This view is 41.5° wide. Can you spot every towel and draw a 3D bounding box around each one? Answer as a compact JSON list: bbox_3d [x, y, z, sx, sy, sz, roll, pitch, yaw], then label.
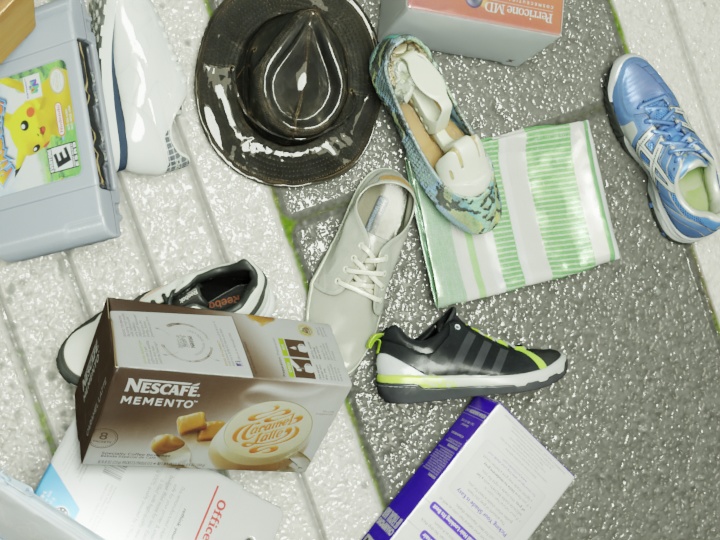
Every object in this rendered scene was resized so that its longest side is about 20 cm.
[{"bbox_3d":[0.148,-0.061,0.919,0.196,0.023,0.156,-12,87,-16],"label":"towel"}]

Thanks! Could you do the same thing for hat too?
[{"bbox_3d":[-0.058,-0.179,0.856,0.196,0.081,0.205,0,88,-12],"label":"hat"}]

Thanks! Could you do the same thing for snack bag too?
[{"bbox_3d":[-0.254,0.231,0.740,0.188,0.199,0.022,42,42,-21],"label":"snack bag"}]

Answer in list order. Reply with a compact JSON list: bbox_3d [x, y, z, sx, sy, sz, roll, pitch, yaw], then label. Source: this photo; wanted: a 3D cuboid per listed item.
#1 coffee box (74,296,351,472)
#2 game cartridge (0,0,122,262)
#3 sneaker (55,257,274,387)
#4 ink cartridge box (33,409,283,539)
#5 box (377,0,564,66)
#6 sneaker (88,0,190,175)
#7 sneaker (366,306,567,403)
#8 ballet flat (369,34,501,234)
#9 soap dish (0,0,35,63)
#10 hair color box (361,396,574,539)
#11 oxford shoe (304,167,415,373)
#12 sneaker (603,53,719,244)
[{"bbox_3d":[-0.123,0.099,0.784,0.197,0.080,0.115,9,126,-28],"label":"coffee box"},{"bbox_3d":[-0.273,-0.115,0.797,0.131,0.040,0.204,-12,86,23],"label":"game cartridge"},{"bbox_3d":[-0.169,0.039,0.819,0.197,0.080,0.075,-24,73,-14],"label":"sneaker"},{"bbox_3d":[-0.178,0.216,0.805,0.198,0.067,0.117,29,58,-10],"label":"ink cartridge box"},{"bbox_3d":[0.107,-0.311,0.883,0.149,0.106,0.204,6,85,-13],"label":"box"},{"bbox_3d":[-0.195,-0.186,0.837,0.079,0.076,0.204,-4,96,-22],"label":"sneaker"},{"bbox_3d":[0.104,0.075,0.889,0.196,0.072,0.085,-4,86,-17],"label":"sneaker"},{"bbox_3d":[0.073,-0.124,0.862,0.074,0.074,0.202,-35,93,-11],"label":"ballet flat"},{"bbox_3d":[-0.367,-0.209,0.753,0.199,0.081,0.158,37,79,19],"label":"soap dish"},{"bbox_3d":[0.093,0.230,0.886,0.109,0.065,0.201,43,79,-11],"label":"hair color box"},{"bbox_3d":[0.000,0.000,0.877,0.074,0.058,0.203,21,86,-15],"label":"oxford shoe"},{"bbox_3d":[0.309,-0.125,0.941,0.075,0.077,0.202,-29,93,-10],"label":"sneaker"}]
